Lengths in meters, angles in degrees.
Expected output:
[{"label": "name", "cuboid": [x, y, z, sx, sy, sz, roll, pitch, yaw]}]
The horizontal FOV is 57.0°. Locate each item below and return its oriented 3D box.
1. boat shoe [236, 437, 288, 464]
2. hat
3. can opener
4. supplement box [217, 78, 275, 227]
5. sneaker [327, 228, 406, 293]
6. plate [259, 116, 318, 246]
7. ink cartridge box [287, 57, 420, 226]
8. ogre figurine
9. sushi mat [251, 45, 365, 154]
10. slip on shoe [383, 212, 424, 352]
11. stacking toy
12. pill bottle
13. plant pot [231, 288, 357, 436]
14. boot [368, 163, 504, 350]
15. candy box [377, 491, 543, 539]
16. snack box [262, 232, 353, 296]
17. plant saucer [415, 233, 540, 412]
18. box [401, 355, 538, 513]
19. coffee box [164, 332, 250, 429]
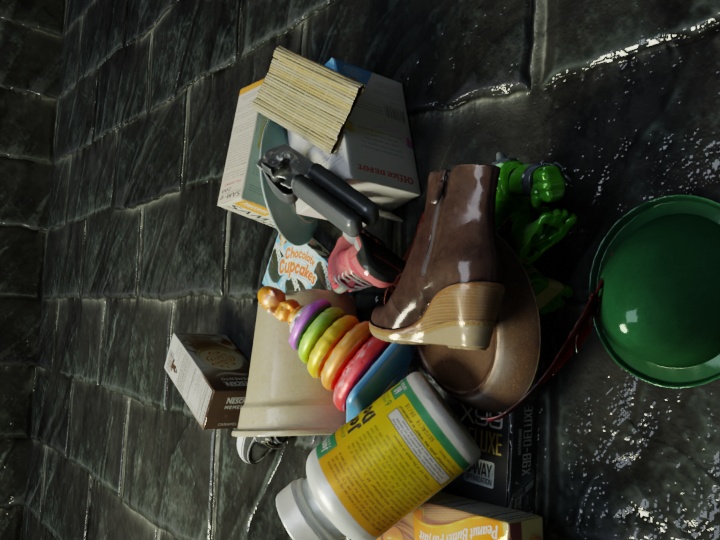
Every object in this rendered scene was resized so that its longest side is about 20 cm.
[{"label": "boat shoe", "cuboid": [-0.136, 0.249, 1.069, 0.200, 0.070, 0.066, -57, 43, 19]}, {"label": "hat", "cuboid": [0.219, 0.024, 0.553, 0.165, 0.175, 0.201, -10, 78, 51]}, {"label": "can opener", "cuboid": [-0.056, -0.096, 0.830, 0.200, 0.053, 0.067, 39, 154, 32]}, {"label": "supplement box", "cuboid": [-0.141, -0.181, 1.055, 0.073, 0.126, 0.201, -6, 70, 46]}, {"label": "sneaker", "cuboid": [0.000, 0.000, 0.834, 0.087, 0.074, 0.200, -56, 14, 7]}, {"label": "plate", "cuboid": [-0.091, -0.137, 0.981, 0.025, 0.200, 0.201, -4, 81, 20]}, {"label": "ink cartridge box", "cuboid": [-0.013, -0.158, 0.911, 0.125, 0.128, 0.201, -26, 64, 46]}, {"label": "ogre figurine", "cuboid": [0.162, -0.037, 0.688, 0.098, 0.200, 0.120, -26, 42, 2]}, {"label": "sushi mat", "cuboid": [-0.076, -0.230, 0.878, 0.200, 0.012, 0.096, 37, 108, 40]}, {"label": "slip on shoe", "cuboid": [0.070, 0.012, 0.840, 0.074, 0.061, 0.201, 33, 110, 50]}, {"label": "stacking toy", "cuboid": [-0.044, 0.079, 0.785, 0.200, 0.110, 0.116, 36, 157, 17]}, {"label": "pill bottle", "cuboid": [0.015, 0.207, 0.691, 0.200, 0.113, 0.113, -38, 49, 2]}, {"label": "plant pot", "cuboid": [-0.072, 0.125, 0.893, 0.200, 0.200, 0.185, -17, 71, 49]}, {"label": "boot", "cuboid": [0.073, -0.010, 0.653, 0.200, 0.072, 0.167, -6, 80, 63]}, {"label": "candy box", "cuboid": [0.094, 0.299, 0.691, 0.200, 0.055, 0.116, -8, 79, 51]}, {"label": "snack box", "cuboid": [-0.085, 0.016, 1.053, 0.200, 0.037, 0.117, 40, 115, 47]}, {"label": "plant saucer", "cuboid": [0.105, 0.051, 0.690, 0.200, 0.034, 0.201, 21, 115, 58]}, {"label": "box", "cuboid": [0.111, 0.185, 0.772, 0.200, 0.050, 0.159, -1, 84, 52]}, {"label": "coffee box", "cuboid": [-0.260, 0.194, 1.191, 0.200, 0.114, 0.080, 37, 113, 46]}]
